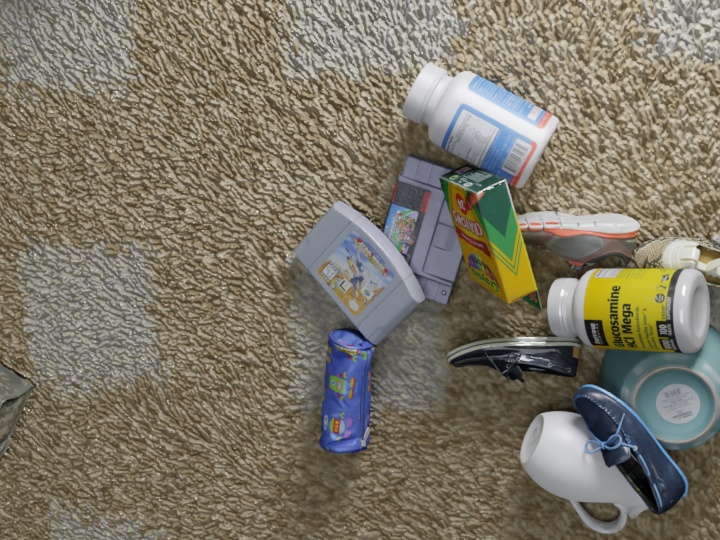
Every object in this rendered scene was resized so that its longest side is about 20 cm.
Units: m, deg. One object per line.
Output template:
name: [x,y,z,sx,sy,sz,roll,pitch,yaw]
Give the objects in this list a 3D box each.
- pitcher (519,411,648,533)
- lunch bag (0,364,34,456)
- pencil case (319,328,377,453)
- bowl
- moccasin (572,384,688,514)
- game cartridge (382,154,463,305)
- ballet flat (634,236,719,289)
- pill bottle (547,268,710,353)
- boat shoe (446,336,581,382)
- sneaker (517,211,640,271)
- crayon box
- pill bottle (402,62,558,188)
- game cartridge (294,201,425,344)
pitcher: [0.332,0.306,1.347,0.199,0.121,0.172,24,121,-3]
lunch bag: [-0.705,0.257,1.619,0.164,0.118,0.201,31,104,6]
pencil case: [-0.018,0.194,1.430,0.087,0.078,0.201,16,109,37]
bowl: [0.439,0.171,1.283,0.200,0.105,0.202,4,104,16]
moccasin: [0.365,0.245,1.246,0.200,0.068,0.081,46,153,10]
game cartridge: [0.099,-0.061,1.362,0.129,0.038,0.201,18,107,7]
ballet flat: [0.480,-0.007,1.243,0.199,0.075,0.068,16,84,12]
pill bottle: [0.366,0.054,1.252,0.199,0.112,0.113,0,104,37]
boat shoe: [0.227,0.134,1.347,0.199,0.075,0.063,-3,77,12]
sneaker: [0.292,-0.036,1.293,0.199,0.077,0.082,3,110,16]
crayon box: [0.182,-0.039,1.270,0.051,0.127,0.201,-25,112,-11]
pill bottle: [0.164,-0.208,1.266,0.199,0.112,0.113,30,109,7]
game cartridge: [0.000,0.000,1.378,0.200,0.041,0.133,49,129,8]
